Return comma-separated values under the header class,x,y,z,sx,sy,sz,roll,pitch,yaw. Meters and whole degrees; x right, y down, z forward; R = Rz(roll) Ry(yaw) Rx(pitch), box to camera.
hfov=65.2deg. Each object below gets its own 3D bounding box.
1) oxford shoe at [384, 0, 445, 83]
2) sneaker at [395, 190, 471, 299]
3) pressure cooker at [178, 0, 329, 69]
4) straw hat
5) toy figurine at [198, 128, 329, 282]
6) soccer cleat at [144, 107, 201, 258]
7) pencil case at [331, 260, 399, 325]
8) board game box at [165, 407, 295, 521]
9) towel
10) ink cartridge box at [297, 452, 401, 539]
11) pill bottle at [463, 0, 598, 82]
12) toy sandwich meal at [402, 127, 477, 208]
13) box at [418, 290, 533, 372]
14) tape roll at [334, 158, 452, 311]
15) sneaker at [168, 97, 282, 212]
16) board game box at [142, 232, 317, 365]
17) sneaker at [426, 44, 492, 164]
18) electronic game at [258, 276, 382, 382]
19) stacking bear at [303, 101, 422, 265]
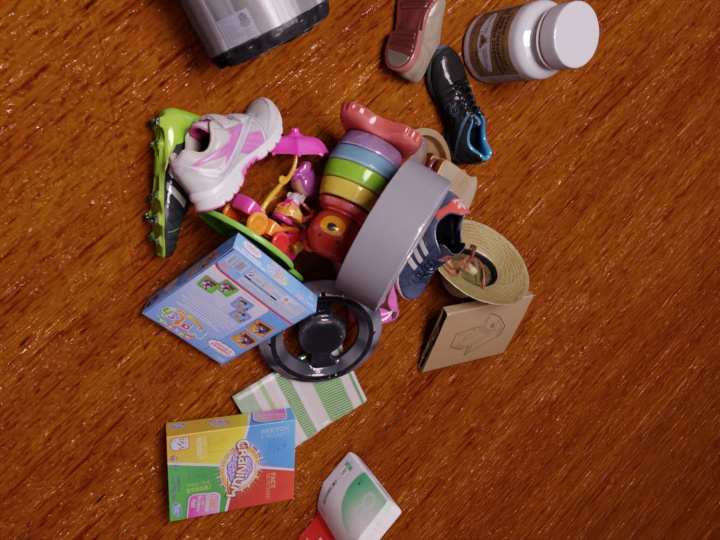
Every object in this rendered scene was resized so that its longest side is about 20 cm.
class,x,y,z,sx,sy,sz,roll,pitch,yaw
oxford shoe,0.097,-0.393,0.875,0.075,0.070,0.201,18,95,-57
sneaker,0.114,-0.026,0.881,0.075,0.084,0.201,-12,129,-36
pressure cooker,-0.146,-0.370,0.675,0.175,0.179,0.201,-34,118,-12
straw hat,0.194,0.005,1.013,0.200,0.202,0.085,0,143,-28
toy figurine,-0.104,-0.105,0.817,0.185,0.150,0.200,-60,143,-12
soccer cleat,-0.245,-0.115,0.764,0.081,0.067,0.202,-1,104,-36
pencil case,0.000,0.000,0.913,0.093,0.091,0.201,-30,118,-23
board game box,-0.206,0.308,0.904,0.199,0.040,0.154,-3,107,-20
towel,-0.098,0.218,0.962,0.199,0.023,0.153,-30,115,-16
ink cartridge box,-0.039,0.440,0.976,0.200,0.161,0.050,-47,118,-8
pill bottle,0.263,-0.357,0.882,0.114,0.200,0.115,-8,108,-25
toy sandwich meal,0.105,-0.130,0.915,0.204,0.070,0.206,-25,128,-37
box,0.216,0.115,1.058,0.199,0.021,0.164,-8,135,-25
tape roll,0.044,-0.046,0.756,0.066,0.200,0.201,32,88,4
sneaker,-0.174,-0.172,0.737,0.088,0.081,0.201,54,46,-34
board game box,-0.184,0.049,0.791,0.199,0.037,0.151,-31,125,27
sneaker,0.171,-0.271,0.927,0.073,0.082,0.201,-31,116,-17
electronic game,-0.062,0.097,0.888,0.198,0.042,0.201,-7,122,-12
stacking bear,-0.010,-0.109,0.790,0.121,0.114,0.201,24,84,1
